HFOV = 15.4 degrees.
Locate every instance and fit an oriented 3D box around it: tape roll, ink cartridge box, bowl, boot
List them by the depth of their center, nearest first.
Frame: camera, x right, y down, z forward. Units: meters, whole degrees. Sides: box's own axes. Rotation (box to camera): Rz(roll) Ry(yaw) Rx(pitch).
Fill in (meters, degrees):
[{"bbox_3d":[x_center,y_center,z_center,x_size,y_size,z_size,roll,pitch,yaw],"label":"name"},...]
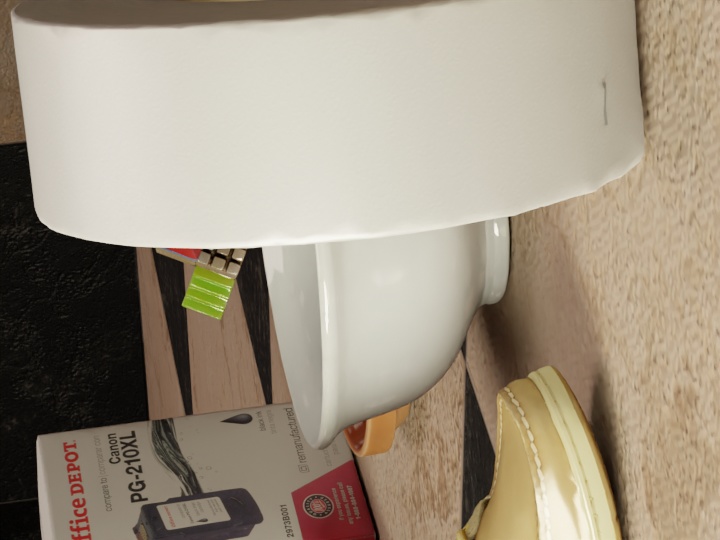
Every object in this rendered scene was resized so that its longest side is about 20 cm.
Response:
[{"bbox_3d":[-0.011,-0.062,0.876,0.202,0.202,0.071,-131,35,-76],"label":"tape roll"},{"bbox_3d":[0.017,0.134,1.002,0.073,0.155,0.200,-109,14,-56],"label":"boot"},{"bbox_3d":[0.010,-0.028,1.143,0.201,0.090,0.201,173,90,-82],"label":"bowl"},{"bbox_3d":[-0.100,0.165,1.693,0.145,0.200,0.084,-108,14,-53],"label":"ink cartridge box"}]

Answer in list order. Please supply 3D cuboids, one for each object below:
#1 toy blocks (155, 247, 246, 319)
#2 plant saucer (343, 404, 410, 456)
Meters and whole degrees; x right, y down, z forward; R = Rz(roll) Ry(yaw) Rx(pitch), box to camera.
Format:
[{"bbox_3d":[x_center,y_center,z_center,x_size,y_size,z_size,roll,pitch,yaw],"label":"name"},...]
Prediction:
[{"bbox_3d":[-0.068,-0.075,1.534,0.137,0.100,0.200,158,132,-86],"label":"toy blocks"},{"bbox_3d":[0.000,0.000,1.449,0.200,0.032,0.200,172,90,-83],"label":"plant saucer"}]
